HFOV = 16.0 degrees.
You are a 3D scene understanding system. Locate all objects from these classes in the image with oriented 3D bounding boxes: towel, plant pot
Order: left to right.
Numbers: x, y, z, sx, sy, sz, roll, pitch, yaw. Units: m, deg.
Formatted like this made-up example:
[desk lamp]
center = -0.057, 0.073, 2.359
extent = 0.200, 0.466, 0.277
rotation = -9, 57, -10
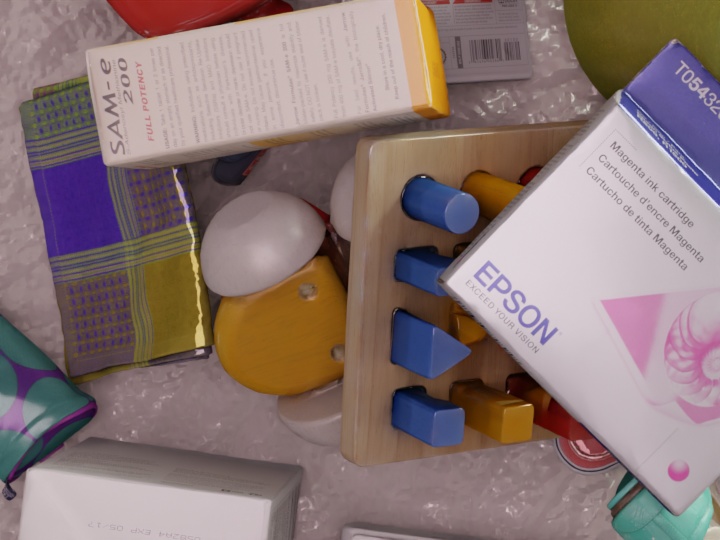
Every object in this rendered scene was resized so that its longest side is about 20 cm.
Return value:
[towel]
center = -0.160, -0.029, 1.673
extent = 0.143, 0.023, 0.201
rotation = -8, 91, 43
[plant pot]
center = 0.235, -0.159, 1.573
extent = 0.186, 0.200, 0.188
rotation = -2, 102, -7

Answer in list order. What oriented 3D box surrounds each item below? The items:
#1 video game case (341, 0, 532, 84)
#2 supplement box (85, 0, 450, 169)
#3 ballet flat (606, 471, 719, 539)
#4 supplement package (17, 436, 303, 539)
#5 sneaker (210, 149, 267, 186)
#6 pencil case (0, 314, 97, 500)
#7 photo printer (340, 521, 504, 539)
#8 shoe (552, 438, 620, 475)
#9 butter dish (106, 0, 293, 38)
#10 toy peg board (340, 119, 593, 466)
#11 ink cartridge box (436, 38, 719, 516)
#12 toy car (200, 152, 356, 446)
[video game case]
center = 0.044, -0.220, 1.655
extent = 0.143, 0.018, 0.201
rotation = -6, 91, -37
[supplement box]
center = -0.053, -0.113, 1.551
extent = 0.199, 0.126, 0.074
rotation = -10, 90, 6
[ballet flat]
center = 0.195, 0.149, 1.603
extent = 0.067, 0.200, 0.070
rotation = -44, 85, 10
[supplement package]
center = -0.127, 0.197, 1.626
extent = 0.151, 0.200, 0.151
rotation = 7, 92, 4
[sneaker]
center = -0.063, -0.101, 1.683
extent = 0.199, 0.075, 0.085
rotation = -9, 89, 14
[pencil case]
center = -0.272, 0.053, 1.691
extent = 0.200, 0.092, 0.085
rotation = 43, 62, 3
[photo printer]
center = 0.058, 0.273, 1.680
extent = 0.166, 0.069, 0.201
rotation = 7, 91, 4
[shoe]
center = 0.198, 0.053, 1.655
extent = 0.071, 0.091, 0.200
rotation = 43, 94, 2
[butter dish]
center = -0.092, -0.211, 1.644
extent = 0.199, 0.200, 0.148
rotation = -26, 113, 6
[toy peg board]
center = 0.101, 0.020, 1.543
extent = 0.199, 0.098, 0.201
rotation = -6, 105, -32
[ink cartridge box]
center = 0.181, 0.003, 1.477
extent = 0.196, 0.043, 0.200
rotation = 44, 91, -6
[toy car]
center = 0.000, 0.000, 1.644
extent = 0.199, 0.150, 0.175
rotation = -22, 117, 8
